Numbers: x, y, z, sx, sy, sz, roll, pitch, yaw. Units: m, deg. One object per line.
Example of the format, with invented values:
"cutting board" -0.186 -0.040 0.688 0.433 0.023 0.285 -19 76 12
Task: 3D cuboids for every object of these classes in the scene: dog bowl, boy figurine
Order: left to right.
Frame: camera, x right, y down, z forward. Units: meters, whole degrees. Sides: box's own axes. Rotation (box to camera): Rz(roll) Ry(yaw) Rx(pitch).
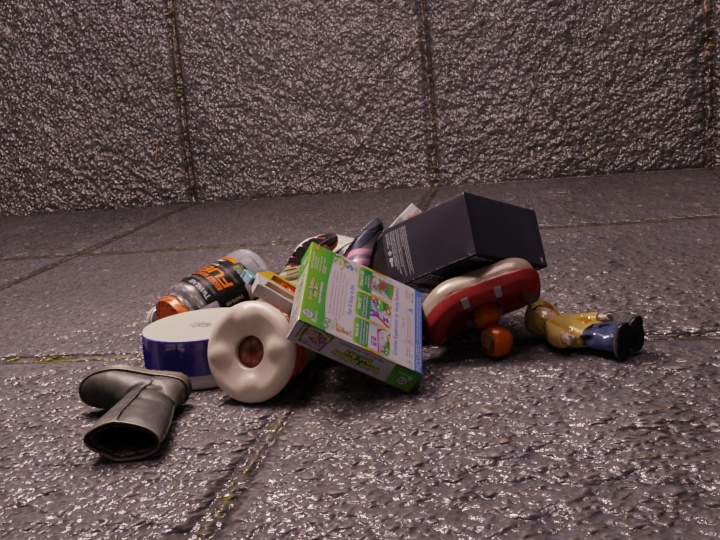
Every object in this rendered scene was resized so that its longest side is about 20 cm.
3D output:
"dog bowl" -0.251 0.123 1.433 0.199 0.079 0.200 -6 12 1
"boy figurine" 0.343 0.087 1.380 0.124 0.065 0.200 -18 20 -34

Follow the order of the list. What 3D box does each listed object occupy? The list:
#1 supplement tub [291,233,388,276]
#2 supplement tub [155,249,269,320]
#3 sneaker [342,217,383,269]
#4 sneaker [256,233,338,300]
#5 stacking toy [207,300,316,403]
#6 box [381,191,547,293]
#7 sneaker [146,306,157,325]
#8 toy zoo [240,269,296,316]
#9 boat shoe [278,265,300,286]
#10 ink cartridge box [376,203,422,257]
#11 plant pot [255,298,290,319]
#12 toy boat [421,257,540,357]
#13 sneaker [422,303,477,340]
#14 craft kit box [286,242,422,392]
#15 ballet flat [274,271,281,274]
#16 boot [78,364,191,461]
"supplement tub" -0.040 0.005 1.722 0.144 0.146 0.200 -12 14 -30
"supplement tub" -0.264 0.053 1.610 0.122 0.123 0.200 7 31 45
"sneaker" 0.000 0.000 1.569 0.082 0.200 0.070 32 -17 5
"sneaker" -0.101 0.019 1.612 0.200 0.087 0.074 -49 24 -9
"stacking toy" -0.126 0.124 1.348 0.145 0.147 0.200 0 -5 23
"box" 0.171 -0.036 1.452 0.182 0.105 0.199 -23 -21 40
"sneaker" -0.312 0.070 1.708 0.079 0.079 0.200 -1 23 41
"toy zoo" -0.092 0.052 1.345 0.199 0.021 0.131 31 8 -1
"boat shoe" -0.090 0.016 1.470 0.073 0.063 0.200 33 -18 -18
"ink cartridge box" 0.135 -0.024 1.660 0.200 0.084 0.146 40 18 1
"plant pot" -0.089 0.080 1.483 0.199 0.028 0.200 18 -1 0
"toy boat" 0.195 0.074 1.377 0.199 0.131 0.131 -20 -22 4
"sneaker" 0.144 0.087 1.488 0.199 0.071 0.080 -8 28 -1
"craft kit box" -0.003 0.064 1.299 0.197 0.049 0.200 28 32 -14
"ballet flat" -0.193 0.045 1.759 0.073 0.073 0.200 -12 -3 -28
"boot" -0.329 0.195 1.199 0.181 0.073 0.200 -6 19 8
